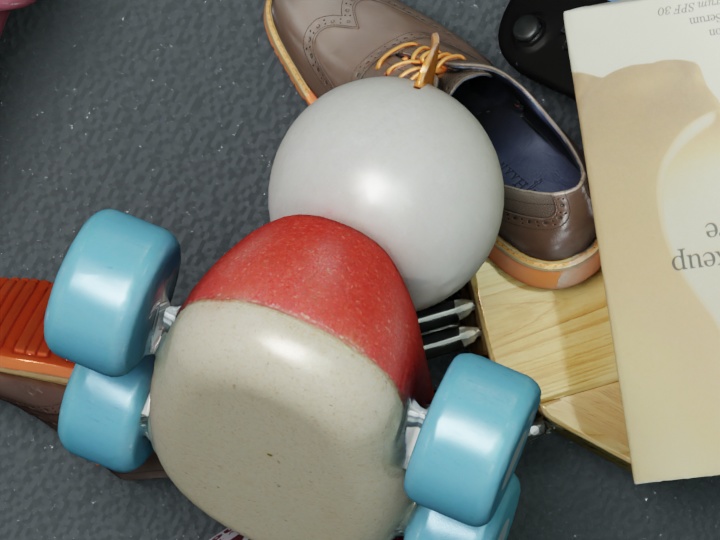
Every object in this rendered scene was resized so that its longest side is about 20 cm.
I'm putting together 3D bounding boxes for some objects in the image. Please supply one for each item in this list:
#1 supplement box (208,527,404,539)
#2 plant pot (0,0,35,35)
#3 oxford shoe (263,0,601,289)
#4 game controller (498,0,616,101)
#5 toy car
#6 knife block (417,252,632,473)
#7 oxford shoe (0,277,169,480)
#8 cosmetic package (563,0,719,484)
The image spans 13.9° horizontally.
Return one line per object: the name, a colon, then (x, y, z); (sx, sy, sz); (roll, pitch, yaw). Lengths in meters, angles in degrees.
supplement box: (0.005, 0.192, 1.274); (0.109, 0.061, 0.200); (-33, 103, -6)
plant pot: (-0.238, -0.092, 1.224); (0.199, 0.200, 0.180); (10, 102, -5)
oxford shoe: (0.034, -0.079, 1.273); (0.200, 0.073, 0.071); (40, 71, 23)
game controller: (0.144, -0.160, 1.307); (0.042, 0.104, 0.200); (37, 84, -41)
toy car: (0.000, 0.000, 1.180); (0.184, 0.177, 0.200); (22, 64, 9)
knife block: (0.077, 0.010, 1.304); (0.175, 0.064, 0.200); (30, 86, -4)
oxford shoe: (-0.121, 0.056, 1.281); (0.199, 0.071, 0.073); (14, 120, 10)
cosmetic package: (0.154, -0.018, 1.221); (0.105, 0.071, 0.201); (-9, 93, 21)
